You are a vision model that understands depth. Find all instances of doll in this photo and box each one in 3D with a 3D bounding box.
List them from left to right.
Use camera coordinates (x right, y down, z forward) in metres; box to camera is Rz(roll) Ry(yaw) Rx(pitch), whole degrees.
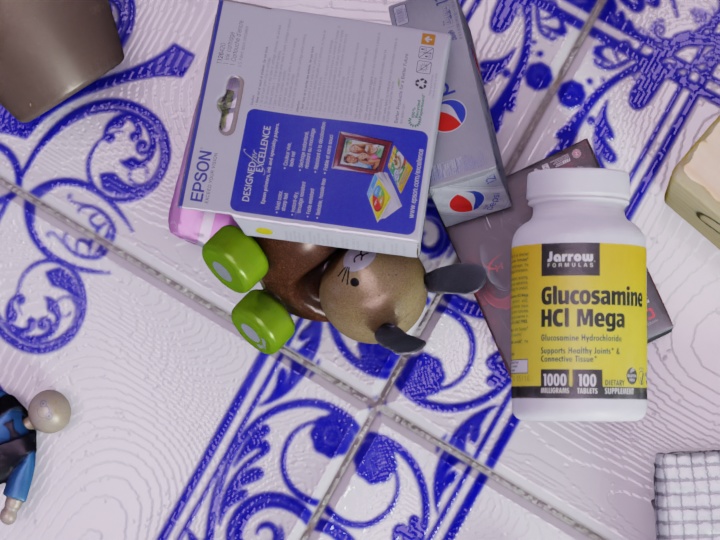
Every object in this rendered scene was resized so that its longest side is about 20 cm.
[{"bbox_3d":[-0.351,0.172,1.615,0.199,0.049,0.137,-31,73,-1],"label":"doll"}]

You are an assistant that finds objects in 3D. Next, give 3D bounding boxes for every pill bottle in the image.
[{"bbox_3d":[0.178,0.021,1.443,0.111,0.112,0.203,-1,86,8],"label":"pill bottle"}]

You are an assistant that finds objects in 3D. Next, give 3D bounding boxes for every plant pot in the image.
[{"bbox_3d":[-0.301,-0.236,1.583,0.199,0.200,0.176,-32,101,5],"label":"plant pot"}]

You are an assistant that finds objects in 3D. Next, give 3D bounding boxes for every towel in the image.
[{"bbox_3d":[0.346,0.231,1.499,0.197,0.086,0.168,-4,87,6],"label":"towel"}]

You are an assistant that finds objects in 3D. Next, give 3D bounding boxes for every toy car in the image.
[{"bbox_3d":[0.000,0.000,1.479,0.199,0.159,0.164,27,62,37],"label":"toy car"}]

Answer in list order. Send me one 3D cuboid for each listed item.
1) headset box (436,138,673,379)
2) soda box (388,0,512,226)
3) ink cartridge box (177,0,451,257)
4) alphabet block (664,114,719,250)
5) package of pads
[{"bbox_3d":[0.174,0.010,1.540,0.147,0.075,0.202,-24,83,5],"label":"headset box"},{"bbox_3d":[0.077,-0.143,1.528,0.063,0.068,0.202,-17,59,10],"label":"soda box"},{"bbox_3d":[-0.035,-0.118,1.455,0.197,0.047,0.200,8,67,4],"label":"ink cartridge box"},{"bbox_3d":[0.388,-0.078,1.459,0.200,0.195,0.197,41,90,9],"label":"alphabet block"},{"bbox_3d":[-0.112,-0.115,1.565,0.075,0.121,0.202,14,88,-1],"label":"package of pads"}]
